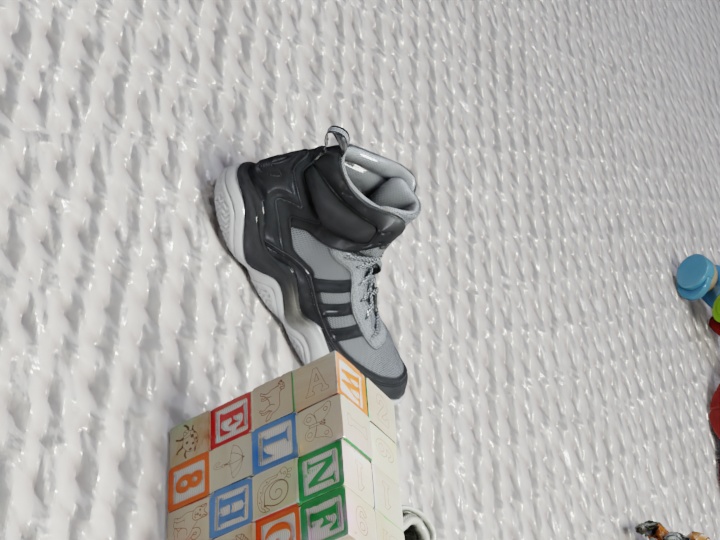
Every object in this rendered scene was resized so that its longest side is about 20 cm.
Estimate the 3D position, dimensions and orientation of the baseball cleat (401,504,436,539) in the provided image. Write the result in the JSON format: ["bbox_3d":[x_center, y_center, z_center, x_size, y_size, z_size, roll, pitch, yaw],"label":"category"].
[{"bbox_3d":[0.002,0.151,1.119,0.070,0.106,0.201,49,25,-21],"label":"baseball cleat"}]

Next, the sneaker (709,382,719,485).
[{"bbox_3d":[0.418,0.197,2.051,0.116,0.078,0.201,59,34,-35],"label":"sneaker"}]

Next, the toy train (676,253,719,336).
[{"bbox_3d":[0.426,0.059,2.109,0.115,0.085,0.200,29,15,-37],"label":"toy train"}]

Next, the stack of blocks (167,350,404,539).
[{"bbox_3d":[-0.038,0.155,1.015,0.059,0.115,0.201,43,31,-41],"label":"stack of blocks"}]

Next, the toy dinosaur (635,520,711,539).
[{"bbox_3d":[0.294,0.266,1.673,0.199,0.102,0.136,-13,60,-45],"label":"toy dinosaur"}]

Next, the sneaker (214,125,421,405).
[{"bbox_3d":[0.000,0.000,1.255,0.201,0.113,0.076,55,25,-23],"label":"sneaker"}]
